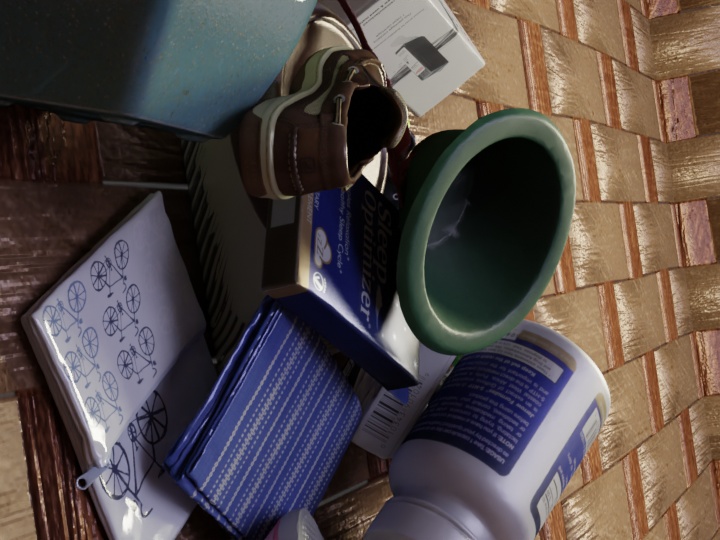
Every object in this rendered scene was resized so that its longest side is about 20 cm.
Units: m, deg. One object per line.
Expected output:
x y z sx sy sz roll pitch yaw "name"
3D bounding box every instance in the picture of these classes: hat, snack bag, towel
0.040 -0.064 1.087 0.165 0.175 0.202 20 95 -47 "hat"
-0.134 0.075 0.956 0.189 0.021 0.202 -56 134 -61 "snack bag"
-0.060 0.113 1.030 0.146 0.024 0.200 -61 153 -19 "towel"

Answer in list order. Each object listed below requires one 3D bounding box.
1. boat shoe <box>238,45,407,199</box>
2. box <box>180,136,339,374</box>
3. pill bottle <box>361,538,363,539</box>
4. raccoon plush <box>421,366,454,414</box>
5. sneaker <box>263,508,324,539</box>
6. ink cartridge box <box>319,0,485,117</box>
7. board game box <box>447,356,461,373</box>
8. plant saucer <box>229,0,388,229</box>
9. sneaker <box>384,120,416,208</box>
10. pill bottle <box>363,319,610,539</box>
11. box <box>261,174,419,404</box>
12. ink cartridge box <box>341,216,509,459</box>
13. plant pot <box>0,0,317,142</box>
-0.006 -0.087 0.923 0.203 0.074 0.075 -55 142 -61 "boat shoe"
-0.072 -0.030 1.087 0.082 0.068 0.202 -11 92 -66 "box"
0.043 0.261 1.218 0.200 0.108 0.110 21 63 -67 "pill bottle"
0.062 0.171 1.250 0.134 0.096 0.202 133 -49 -64 "raccoon plush"
-0.071 0.217 0.988 0.076 0.104 0.200 65 6 -3 "sneaker"
0.012 -0.237 1.295 0.145 0.083 0.200 60 11 24 "ink cartridge box"
0.096 0.097 1.364 0.200 0.040 0.155 170 -89 -76 "board game box"
-0.029 -0.105 1.081 0.200 0.032 0.203 21 65 -58 "plant saucer"
0.012 -0.043 1.284 0.072 0.082 0.202 34 54 -61 "sneaker"
0.090 0.144 1.118 0.200 0.119 0.120 -51 133 -31 "pill bottle"
0.000 0.000 1.035 0.200 0.032 0.122 43 42 -51 "box"
0.046 0.028 1.214 0.199 0.043 0.200 -60 -169 9 "ink cartridge box"
-0.133 -0.181 0.844 0.196 0.194 0.202 5 95 -68 "plant pot"
